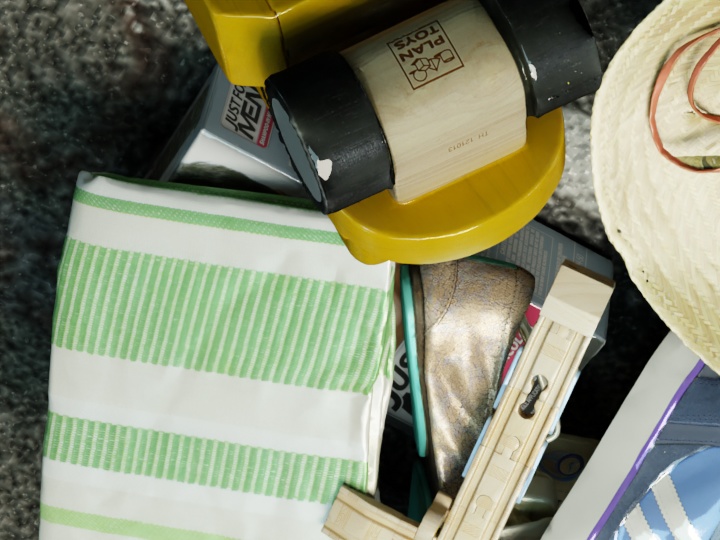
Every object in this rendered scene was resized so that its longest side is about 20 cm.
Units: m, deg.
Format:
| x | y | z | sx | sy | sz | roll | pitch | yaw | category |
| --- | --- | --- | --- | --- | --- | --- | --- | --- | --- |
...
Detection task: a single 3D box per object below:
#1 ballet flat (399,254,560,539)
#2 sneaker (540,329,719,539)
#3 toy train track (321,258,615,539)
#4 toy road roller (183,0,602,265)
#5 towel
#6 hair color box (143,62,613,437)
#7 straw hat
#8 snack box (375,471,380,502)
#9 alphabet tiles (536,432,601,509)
| x | y | z | sx | sy | sz | roll | pitch | yaw | category |
| --- | --- | --- | --- | --- | --- | --- | --- | --- | --- |
| 0.052 | 0.083 | 1.285 | 0.067 | 0.068 | 0.201 | -3 | 122 | -3 | ballet flat |
| 0.156 | 0.130 | 1.266 | 0.146 | 0.081 | 0.201 | 31 | 104 | 15 | sneaker |
| 0.052 | 0.091 | 1.228 | 0.114 | 0.033 | 0.201 | 25 | 108 | 5 | toy train track |
| 0.004 | -0.092 | 1.180 | 0.123 | 0.200 | 0.146 | -25 | 154 | -8 | toy road roller |
| -0.060 | 0.063 | 1.275 | 0.152 | 0.023 | 0.201 | 8 | 108 | 10 | towel |
| 0.000 | 0.000 | 1.315 | 0.200 | 0.061 | 0.099 | 28 | 127 | -12 | hair color box |
| 0.192 | -0.049 | 1.166 | 0.200 | 0.085 | 0.202 | 6 | 117 | 12 | straw hat |
| -0.050 | 0.122 | 1.351 | 0.116 | 0.037 | 0.201 | 5 | 125 | 11 | snack box |
| 0.106 | 0.138 | 1.397 | 0.199 | 0.006 | 0.167 | 12 | 132 | -24 | alphabet tiles |
